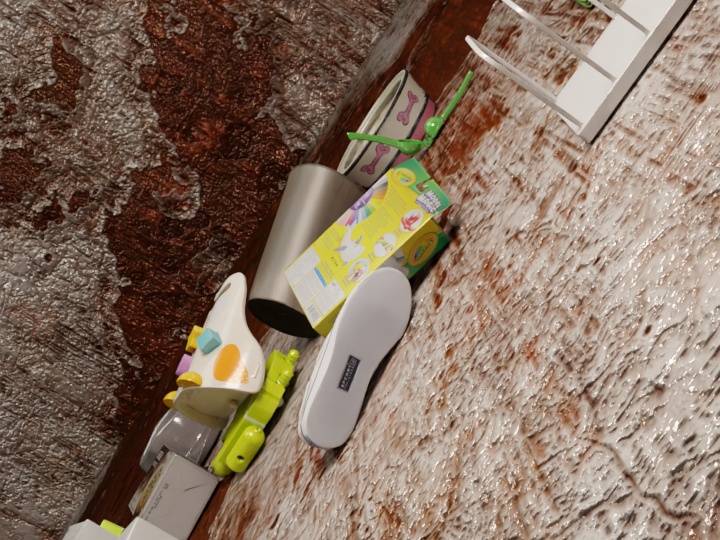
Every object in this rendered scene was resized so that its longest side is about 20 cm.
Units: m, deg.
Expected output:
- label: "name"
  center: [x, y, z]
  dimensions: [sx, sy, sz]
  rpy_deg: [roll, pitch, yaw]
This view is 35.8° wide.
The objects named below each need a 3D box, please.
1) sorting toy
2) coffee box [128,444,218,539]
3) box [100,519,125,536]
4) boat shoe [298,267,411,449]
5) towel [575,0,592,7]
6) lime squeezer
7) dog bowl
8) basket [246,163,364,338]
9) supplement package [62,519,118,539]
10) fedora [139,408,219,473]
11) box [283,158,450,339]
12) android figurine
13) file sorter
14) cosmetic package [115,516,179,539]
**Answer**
- label: "sorting toy"
  center: [-0.198, 0.103, 1.557]
  dimensions: [0.200, 0.105, 0.183]
  rpy_deg: [133, 150, -59]
- label: "coffee box"
  center: [-0.283, 0.336, 1.676]
  dimensions: [0.114, 0.079, 0.200]
  rpy_deg: [-61, 11, -11]
- label: "box"
  center: [-0.408, 0.502, 1.722]
  dimensions: [0.202, 0.047, 0.122]
  rpy_deg: [-63, -24, -23]
- label: "boat shoe"
  center: [-0.014, 0.088, 1.154]
  dimensions: [0.202, 0.073, 0.065]
  rpy_deg: [-60, 15, -17]
- label: "towel"
  center: [0.294, -0.384, 1.227]
  dimensions: [0.201, 0.030, 0.149]
  rpy_deg: [-58, 8, 16]
- label: "lime squeezer"
  center: [0.084, -0.209, 1.592]
  dimensions: [0.198, 0.071, 0.038]
  rpy_deg: [-26, -2, 8]
- label: "dog bowl"
  center: [0.044, -0.211, 1.748]
  dimensions: [0.201, 0.073, 0.201]
  rpy_deg: [-55, 12, 17]
- label: "basket"
  center: [-0.076, -0.019, 1.591]
  dimensions: [0.181, 0.134, 0.202]
  rpy_deg: [75, -147, -60]
- label: "supplement package"
  center: [-0.388, 0.479, 1.563]
  dimensions: [0.202, 0.146, 0.191]
  rpy_deg: [-62, 11, -23]
- label: "fedora"
  center: [-0.312, 0.297, 1.890]
  dimensions: [0.201, 0.090, 0.177]
  rpy_deg: [-55, 10, 17]
- label: "box"
  center: [0.013, -0.025, 1.225]
  dimensions: [0.200, 0.048, 0.118]
  rpy_deg: [-44, 39, 9]
- label: "android figurine"
  center: [-0.142, 0.192, 1.538]
  dimensions: [0.201, 0.041, 0.183]
  rpy_deg: [-55, 9, 27]
- label: "file sorter"
  center: [0.200, -0.241, 0.968]
  dimensions: [0.201, 0.124, 0.139]
  rpy_deg: [-54, 11, 15]
- label: "cosmetic package"
  center: [-0.284, 0.431, 1.295]
  dimensions: [0.200, 0.122, 0.201]
  rpy_deg: [-47, 16, 44]
